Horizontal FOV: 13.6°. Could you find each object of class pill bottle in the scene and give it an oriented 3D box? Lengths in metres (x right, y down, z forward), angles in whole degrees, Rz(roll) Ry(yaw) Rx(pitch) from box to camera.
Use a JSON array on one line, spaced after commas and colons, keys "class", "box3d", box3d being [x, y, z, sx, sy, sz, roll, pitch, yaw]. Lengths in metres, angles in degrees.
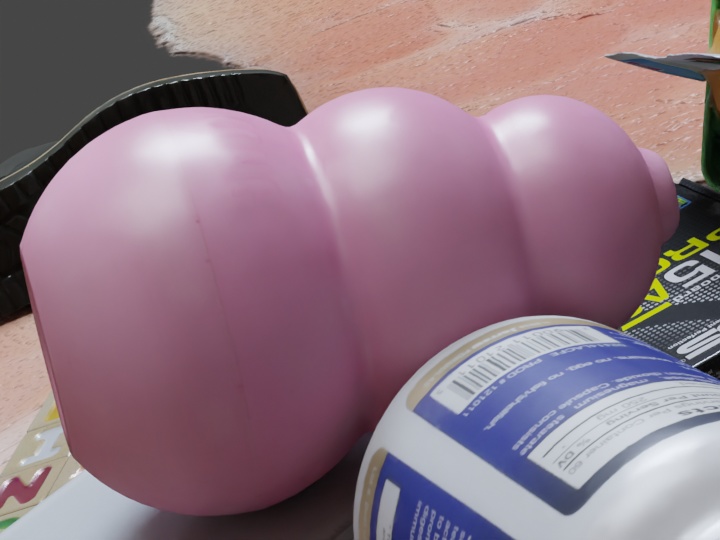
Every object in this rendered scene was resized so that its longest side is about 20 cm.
[{"class": "pill bottle", "box3d": [0.082, 0.087, 0.803, 0.115, 0.116, 0.200, -28, 20, -12]}]

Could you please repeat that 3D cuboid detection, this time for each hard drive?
[{"class": "hard drive", "box3d": [-0.024, 0.063, 0.978, 0.131, 0.027, 0.200, 5, 34, 46]}]

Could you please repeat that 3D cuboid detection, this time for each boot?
[{"class": "boot", "box3d": [-0.121, -0.056, 1.499, 0.199, 0.078, 0.138, -22, 14, 4]}]

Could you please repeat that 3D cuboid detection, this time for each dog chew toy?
[{"class": "dog chew toy", "box3d": [0.000, 0.000, 0.920, 0.199, 0.125, 0.125, -15, 18, -7]}]

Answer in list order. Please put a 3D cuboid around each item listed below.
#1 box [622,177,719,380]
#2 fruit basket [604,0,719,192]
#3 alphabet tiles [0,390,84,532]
[{"class": "box", "box3d": [0.068, 0.044, 1.041, 0.199, 0.044, 0.160, -28, 19, -10]}, {"class": "fruit basket", "box3d": [0.188, -0.058, 1.021, 0.184, 0.094, 0.200, 4, 8, -6]}, {"class": "alphabet tiles", "box3d": [-0.063, 0.054, 1.097, 0.166, 0.006, 0.200, -19, 21, 23]}]
